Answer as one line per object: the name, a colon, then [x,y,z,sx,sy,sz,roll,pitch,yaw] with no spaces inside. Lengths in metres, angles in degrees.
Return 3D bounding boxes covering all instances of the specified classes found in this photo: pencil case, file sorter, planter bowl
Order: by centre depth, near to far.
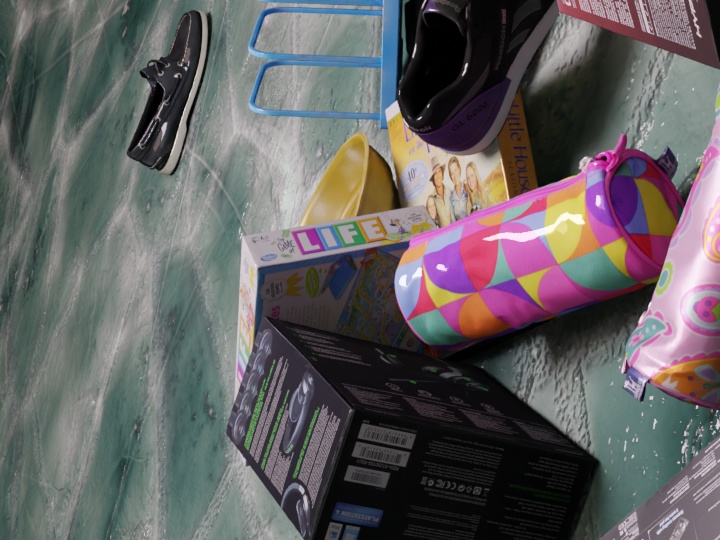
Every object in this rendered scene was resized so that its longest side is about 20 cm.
pencil case: [0.201,-0.023,0.866,0.087,0.087,0.201,42,117,64]
pencil case: [0.110,-0.014,1.022,0.200,0.088,0.089,-26,53,43]
planter bowl: [0.000,0.000,1.284,0.200,0.083,0.201,-159,90,-77]
file sorter: [-0.025,-0.233,1.316,0.139,0.122,0.201,-84,-4,-64]

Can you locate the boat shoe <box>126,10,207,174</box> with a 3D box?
boat shoe: [-0.234,-0.218,1.966,0.074,0.066,0.200,26,102,66]

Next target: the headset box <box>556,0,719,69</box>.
headset box: [0.194,-0.184,0.877,0.200,0.148,0.077,39,151,64]

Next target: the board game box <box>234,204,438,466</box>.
board game box: [-0.020,0.049,1.181,0.034,0.134,0.201,-118,25,-42]

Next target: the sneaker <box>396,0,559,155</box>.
sneaker: [0.083,-0.176,1.076,0.076,0.087,0.201,19,91,28]

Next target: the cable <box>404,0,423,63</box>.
cable: [0.092,-0.194,1.262,0.163,0.051,0.201,-42,38,45]

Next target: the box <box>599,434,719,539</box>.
box: [0.186,0.178,0.834,0.200,0.050,0.158,-53,33,43]

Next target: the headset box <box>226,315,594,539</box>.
headset box: [0.023,0.112,1.078,0.200,0.174,0.093,38,112,64]

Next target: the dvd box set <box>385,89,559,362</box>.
dvd box set: [0.076,-0.046,1.168,0.146,0.029,0.201,-30,65,59]
